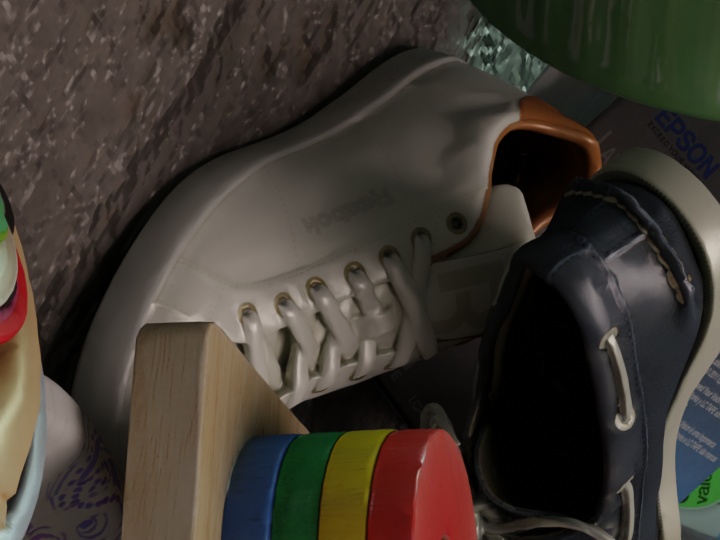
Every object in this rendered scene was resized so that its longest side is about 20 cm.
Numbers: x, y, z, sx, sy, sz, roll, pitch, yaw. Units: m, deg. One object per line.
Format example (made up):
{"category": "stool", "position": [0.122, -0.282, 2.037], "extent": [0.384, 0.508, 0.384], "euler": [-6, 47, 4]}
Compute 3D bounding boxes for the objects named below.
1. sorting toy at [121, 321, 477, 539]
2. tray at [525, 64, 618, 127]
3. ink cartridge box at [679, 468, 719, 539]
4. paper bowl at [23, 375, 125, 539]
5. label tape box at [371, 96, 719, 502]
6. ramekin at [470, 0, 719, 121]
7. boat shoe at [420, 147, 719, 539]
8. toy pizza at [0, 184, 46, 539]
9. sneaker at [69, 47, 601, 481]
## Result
{"category": "sorting toy", "position": [0.001, 0.138, 0.737], "extent": [0.199, 0.069, 0.201], "euler": [55, 35, -64]}
{"category": "tray", "position": [0.120, -0.080, 1.011], "extent": [0.200, 0.022, 0.107], "euler": [-22, 157, -53]}
{"category": "ink cartridge box", "position": [0.201, 0.081, 1.106], "extent": [0.147, 0.199, 0.146], "euler": [-61, 147, -19]}
{"category": "paper bowl", "position": [-0.112, 0.125, 0.665], "extent": [0.201, 0.104, 0.202], "euler": [-7, 90, -76]}
{"category": "label tape box", "position": [0.113, -0.003, 0.966], "extent": [0.200, 0.063, 0.144], "euler": [-42, 151, 9]}
{"category": "ramekin", "position": [0.116, -0.127, 0.866], "extent": [0.200, 0.199, 0.098], "euler": [-37, 143, -45]}
{"category": "boat shoe", "position": [0.057, 0.052, 0.841], "extent": [0.062, 0.075, 0.200], "euler": [-30, 153, -29]}
{"category": "toy pizza", "position": [-0.126, -0.023, 0.543], "extent": [0.032, 0.201, 0.200], "euler": [-37, 161, 24]}
{"category": "sneaker", "position": [0.000, 0.000, 0.847], "extent": [0.200, 0.084, 0.073], "euler": [-43, 141, -38]}
